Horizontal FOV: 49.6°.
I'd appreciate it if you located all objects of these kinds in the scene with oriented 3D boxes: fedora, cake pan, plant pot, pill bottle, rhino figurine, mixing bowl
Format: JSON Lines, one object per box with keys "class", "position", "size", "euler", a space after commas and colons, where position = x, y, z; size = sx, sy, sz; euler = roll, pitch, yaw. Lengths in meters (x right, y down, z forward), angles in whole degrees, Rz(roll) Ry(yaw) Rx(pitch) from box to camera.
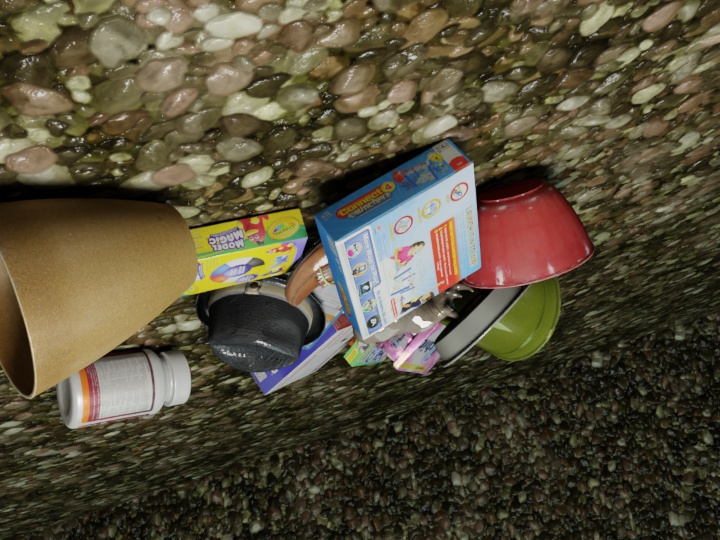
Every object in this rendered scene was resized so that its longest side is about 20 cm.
{"class": "fedora", "position": [-0.151, 0.092, 1.146], "size": [0.196, 0.093, 0.203], "euler": [4, 140, 3]}
{"class": "cake pan", "position": [0.183, 0.063, 1.185], "size": [0.200, 0.037, 0.200], "euler": [-45, 177, -3]}
{"class": "plant pot", "position": [-0.273, 0.004, 0.795], "size": [0.198, 0.189, 0.186], "euler": [-20, 167, -36]}
{"class": "pill bottle", "position": [-0.389, 0.190, 1.289], "size": [0.197, 0.112, 0.109], "euler": [-5, 158, -37]}
{"class": "plant pot", "position": [0.218, 0.045, 1.384], "size": [0.190, 0.204, 0.199], "euler": [15, 145, -39]}
{"class": "rhino figurine", "position": [0.072, 0.054, 1.151], "size": [0.196, 0.089, 0.060], "euler": [-14, 148, 14]}
{"class": "mixing bowl", "position": [0.223, -0.063, 1.110], "size": [0.196, 0.110, 0.200], "euler": [-16, -165, 5]}

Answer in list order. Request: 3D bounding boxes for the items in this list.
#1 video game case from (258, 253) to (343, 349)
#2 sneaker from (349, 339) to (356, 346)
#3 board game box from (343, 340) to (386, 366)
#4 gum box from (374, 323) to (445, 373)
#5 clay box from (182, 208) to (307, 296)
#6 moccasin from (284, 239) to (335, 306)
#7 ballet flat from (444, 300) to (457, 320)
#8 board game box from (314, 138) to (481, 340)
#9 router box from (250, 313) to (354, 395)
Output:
{"class": "video game case", "position": [-0.098, 0.047, 1.181], "size": [0.141, 0.018, 0.200], "euler": [20, 138, -21]}
{"class": "sneaker", "position": [0.000, 0.132, 1.565], "size": [0.072, 0.079, 0.200], "euler": [-18, 164, -6]}
{"class": "board game box", "position": [0.065, 0.093, 1.448], "size": [0.201, 0.029, 0.134], "euler": [-51, 157, 15]}
{"class": "gum box", "position": [0.111, 0.127, 1.460], "size": [0.114, 0.066, 0.200], "euler": [-49, 159, 7]}
{"class": "clay box", "position": [-0.173, -0.018, 1.001], "size": [0.196, 0.048, 0.115], "euler": [-14, 162, -18]}
{"class": "moccasin", "position": [-0.017, -0.015, 1.045], "size": [0.200, 0.078, 0.074], "euler": [-36, 171, 3]}
{"class": "ballet flat", "position": [0.108, 0.034, 1.264], "size": [0.069, 0.072, 0.201], "euler": [-19, -157, 2]}
{"class": "board game box", "position": [0.055, -0.034, 0.983], "size": [0.194, 0.056, 0.202], "euler": [-30, 142, -13]}
{"class": "router box", "position": [-0.075, 0.128, 1.393], "size": [0.199, 0.049, 0.179], "euler": [-42, 168, 25]}
